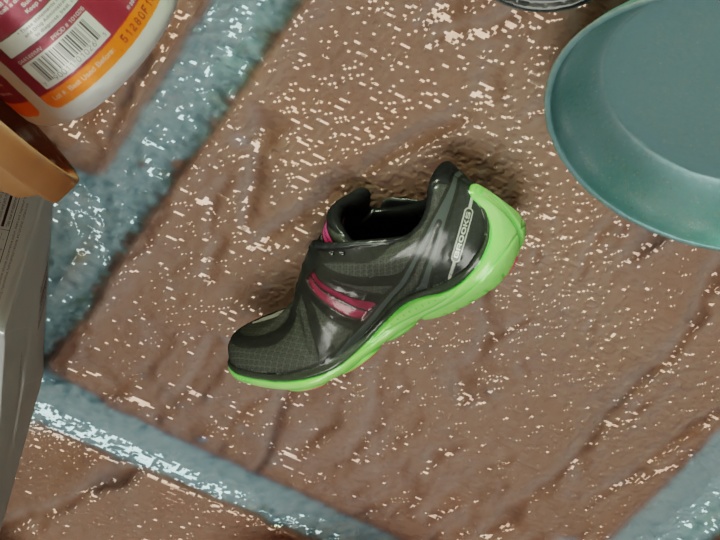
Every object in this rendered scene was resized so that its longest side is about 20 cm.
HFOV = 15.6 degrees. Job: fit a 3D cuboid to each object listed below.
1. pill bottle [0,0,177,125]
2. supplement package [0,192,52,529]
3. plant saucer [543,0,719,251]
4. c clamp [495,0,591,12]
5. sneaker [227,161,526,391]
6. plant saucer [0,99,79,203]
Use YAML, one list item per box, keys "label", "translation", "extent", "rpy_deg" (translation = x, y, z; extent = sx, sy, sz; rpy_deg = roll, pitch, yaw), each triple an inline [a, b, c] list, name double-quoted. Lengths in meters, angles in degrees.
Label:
- label: "pill bottle"
  translation: [-0.191, -0.171, 1.276]
  extent: [0.109, 0.110, 0.200]
  rpy_deg: [-27, 124, 30]
- label: "supplement package"
  translation: [-0.283, 0.030, 1.457]
  extent: [0.199, 0.147, 0.192]
  rpy_deg: [10, 134, -1]
- label: "plant saucer"
  translation: [0.194, -0.084, 1.334]
  extent: [0.199, 0.036, 0.200]
  rpy_deg: [10, 144, 8]
- label: "c clamp"
  translation: [0.082, -0.212, 1.257]
  extent: [0.170, 0.027, 0.200]
  rpy_deg: [17, 132, -15]
- label: "sneaker"
  translation: [0.000, 0.000, 1.449]
  extent: [0.200, 0.077, 0.084]
  rpy_deg: [-32, 105, 29]
- label: "plant saucer"
  translation: [-0.221, -0.103, 1.295]
  extent: [0.032, 0.200, 0.200]
  rpy_deg: [-47, 119, 0]
